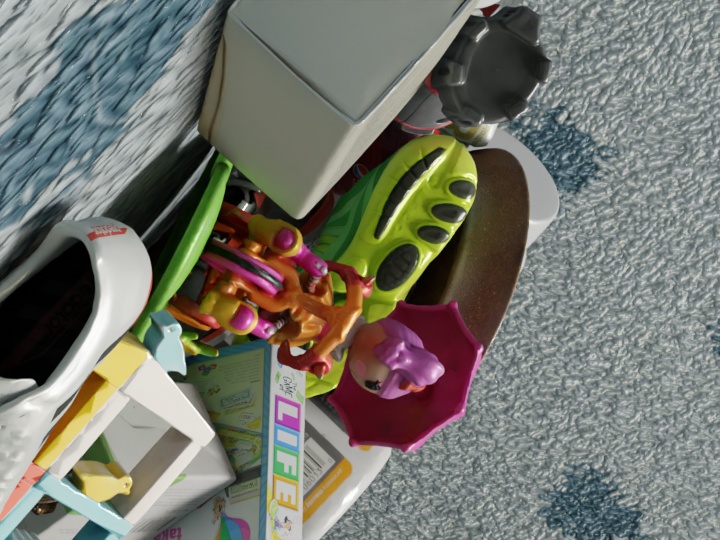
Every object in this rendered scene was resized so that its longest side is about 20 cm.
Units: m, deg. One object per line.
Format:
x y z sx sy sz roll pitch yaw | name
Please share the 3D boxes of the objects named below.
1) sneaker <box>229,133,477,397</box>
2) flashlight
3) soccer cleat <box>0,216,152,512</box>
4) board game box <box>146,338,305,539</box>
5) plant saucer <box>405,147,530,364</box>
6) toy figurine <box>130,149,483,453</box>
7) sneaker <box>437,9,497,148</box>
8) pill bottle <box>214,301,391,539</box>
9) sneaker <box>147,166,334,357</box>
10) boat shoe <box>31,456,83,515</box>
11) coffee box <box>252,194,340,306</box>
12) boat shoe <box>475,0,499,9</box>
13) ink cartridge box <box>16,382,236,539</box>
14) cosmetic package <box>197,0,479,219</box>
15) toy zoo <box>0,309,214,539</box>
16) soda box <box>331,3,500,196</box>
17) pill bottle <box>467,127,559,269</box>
0.000 0.000 1.112 0.200 0.074 0.084 -47 -173 11 | sneaker
0.048 -0.103 0.984 0.068 0.068 0.200 -18 -170 -6 | flashlight
-0.159 0.059 0.752 0.200 0.069 0.085 -52 171 -2 | soccer cleat
-0.122 0.125 1.095 0.199 0.034 0.135 -14 -116 33 | board game box
0.037 0.009 1.157 0.200 0.034 0.201 -49 -153 35 | plant saucer
-0.018 0.025 0.975 0.151 0.184 0.200 -65 -173 -9 | toy figurine
0.035 -0.115 1.132 0.200 0.116 0.074 -46 180 -44 | sneaker
-0.085 0.090 1.214 0.116 0.200 0.116 -46 180 0 | pill bottle
-0.088 -0.027 1.112 0.200 0.077 0.082 -49 153 -40 | sneaker
-0.175 0.091 0.918 0.200 0.072 0.072 -49 179 -4 | boat shoe
-0.052 -0.039 1.412 0.114 0.080 0.200 -48 179 8 | coffee box
0.058 -0.179 1.054 0.057 0.069 0.200 -49 -178 28 | boat shoe
-0.183 0.140 1.031 0.200 0.067 0.117 -36 158 21 | ink cartridge box
-0.010 -0.098 0.819 0.104 0.073 0.200 -49 179 -14 | cosmetic package
-0.156 0.095 0.862 0.200 0.131 0.020 -49 -138 0 | toy zoo
0.027 -0.124 1.261 0.200 0.070 0.064 -49 149 -47 | soda box
0.047 -0.007 1.324 0.200 0.114 0.114 -49 180 33 | pill bottle
